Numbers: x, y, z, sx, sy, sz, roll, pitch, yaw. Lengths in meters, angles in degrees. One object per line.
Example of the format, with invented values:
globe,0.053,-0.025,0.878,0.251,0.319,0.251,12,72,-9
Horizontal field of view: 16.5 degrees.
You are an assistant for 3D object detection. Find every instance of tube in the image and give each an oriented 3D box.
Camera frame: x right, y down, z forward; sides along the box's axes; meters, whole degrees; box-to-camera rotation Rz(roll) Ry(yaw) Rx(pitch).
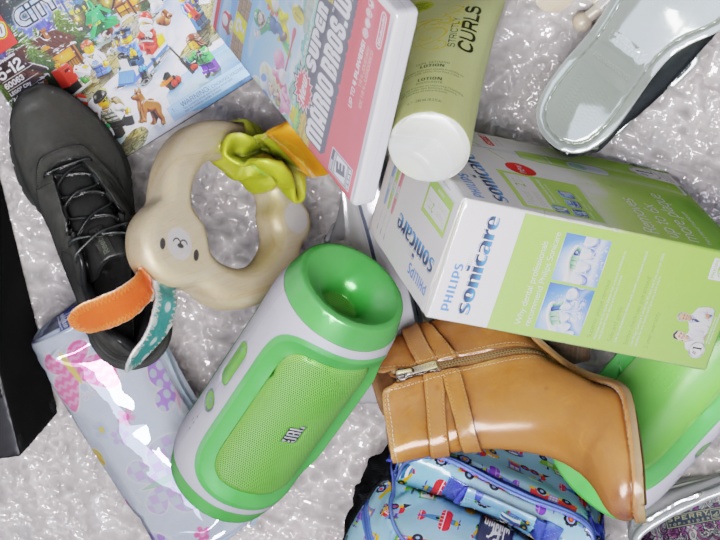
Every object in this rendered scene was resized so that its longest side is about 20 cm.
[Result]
tube,0.050,-0.131,1.572,0.058,0.200,0.052,31,123,-13

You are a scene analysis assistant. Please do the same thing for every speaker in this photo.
speaker,-0.050,0.076,1.618,0.088,0.089,0.200,33,127,-2
speaker,0.218,0.073,1.668,0.088,0.088,0.200,39,109,-5

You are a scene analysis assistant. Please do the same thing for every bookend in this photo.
bookend,-0.338,0.037,1.735,0.199,0.092,0.200,-10,104,13

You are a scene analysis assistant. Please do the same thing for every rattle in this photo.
rattle,-0.077,-0.023,1.576,0.142,0.200,0.131,3,118,34

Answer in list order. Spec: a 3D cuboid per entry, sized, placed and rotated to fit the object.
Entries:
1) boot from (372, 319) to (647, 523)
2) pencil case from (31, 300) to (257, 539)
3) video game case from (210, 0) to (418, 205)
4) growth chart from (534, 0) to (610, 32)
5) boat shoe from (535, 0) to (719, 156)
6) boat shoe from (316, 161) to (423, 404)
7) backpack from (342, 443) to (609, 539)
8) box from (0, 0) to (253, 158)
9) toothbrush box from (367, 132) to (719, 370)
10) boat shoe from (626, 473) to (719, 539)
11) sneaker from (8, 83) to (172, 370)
boot,0.094,0.097,1.607,0.154,0.201,0.077,-14,144,-9
pencil case,-0.147,0.103,1.733,0.090,0.083,0.201,-29,101,2
video game case,-0.032,-0.156,1.534,0.017,0.200,0.144,-12,134,-28
growth chart,0.142,-0.248,1.573,0.144,0.018,0.200,-31,127,13
boat shoe,0.190,-0.158,1.613,0.200,0.060,0.076,-43,84,8
boat shoe,0.000,0.000,1.683,0.065,0.074,0.201,-10,104,7
backpack,0.073,0.198,1.667,0.182,0.200,0.135,26,109,0
box,-0.152,-0.161,1.674,0.199,0.038,0.137,-30,101,16
toothbrush box,0.123,-0.018,1.588,0.199,0.146,0.087,10,111,-19
boat shoe,0.277,0.160,1.694,0.199,0.069,0.072,-10,106,11
sneaker,-0.174,-0.032,1.636,0.076,0.091,0.201,-25,91,-6
